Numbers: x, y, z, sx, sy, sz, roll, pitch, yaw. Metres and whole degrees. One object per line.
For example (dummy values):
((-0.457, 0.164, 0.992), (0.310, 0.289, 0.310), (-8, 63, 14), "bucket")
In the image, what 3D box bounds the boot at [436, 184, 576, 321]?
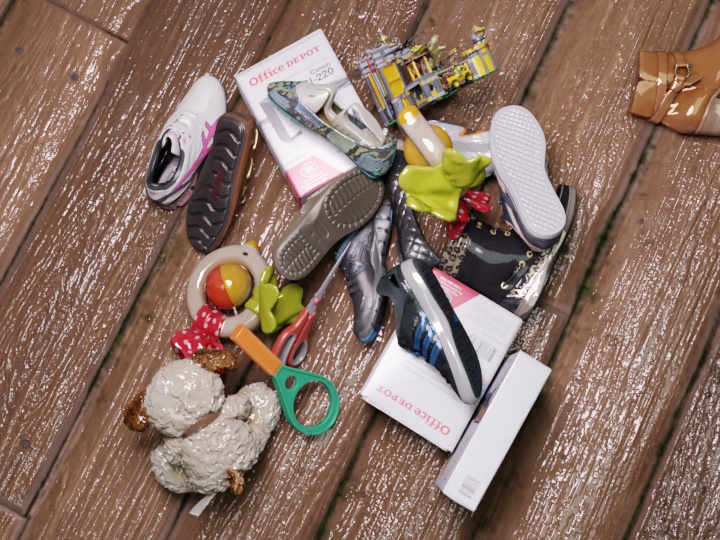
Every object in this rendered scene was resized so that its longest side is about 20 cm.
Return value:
((0.204, -0.049, 1.329), (0.149, 0.073, 0.203), (24, 86, 5), "boot")

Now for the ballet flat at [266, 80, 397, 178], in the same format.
((-0.032, -0.207, 1.269), (0.199, 0.074, 0.075), (35, 83, 0), "ballet flat")

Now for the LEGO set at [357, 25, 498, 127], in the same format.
((0.084, -0.285, 1.293), (0.152, 0.200, 0.117), (-27, 96, -12), "LEGO set")

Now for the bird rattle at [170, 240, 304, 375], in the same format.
((-0.178, 0.049, 1.325), (0.198, 0.112, 0.165), (-26, 65, 15), "bird rattle")

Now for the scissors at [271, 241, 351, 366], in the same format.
((-0.069, 0.051, 1.290), (0.014, 0.073, 0.202), (35, 109, 32), "scissors")

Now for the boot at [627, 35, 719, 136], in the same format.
((0.470, -0.294, 1.365), (0.153, 0.077, 0.204), (13, 89, 7), "boot")

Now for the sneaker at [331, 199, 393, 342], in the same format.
((0.000, 0.000, 1.329), (0.080, 0.073, 0.204), (3, 71, 5), "sneaker")

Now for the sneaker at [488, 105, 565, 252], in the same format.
((0.216, -0.118, 1.275), (0.077, 0.080, 0.203), (-10, 65, -2), "sneaker")

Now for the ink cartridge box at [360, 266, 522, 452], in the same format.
((0.107, 0.120, 1.296), (0.146, 0.086, 0.202), (31, 84, 5), "ink cartridge box")

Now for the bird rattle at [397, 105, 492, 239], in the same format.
((0.107, -0.137, 1.226), (0.112, 0.200, 0.164), (-34, 83, 12), "bird rattle")

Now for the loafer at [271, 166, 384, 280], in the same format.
((-0.051, -0.069, 1.282), (0.200, 0.067, 0.077), (-42, 113, -21), "loafer")

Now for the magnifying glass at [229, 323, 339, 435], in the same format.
((-0.100, 0.144, 1.276), (0.200, 0.022, 0.080), (48, 68, -29), "magnifying glass")

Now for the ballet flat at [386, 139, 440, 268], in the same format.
((0.071, -0.088, 1.313), (0.056, 0.066, 0.203), (-13, 68, 14), "ballet flat")

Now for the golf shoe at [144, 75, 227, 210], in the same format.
((-0.242, -0.185, 1.346), (0.071, 0.092, 0.203), (19, 81, 5), "golf shoe")

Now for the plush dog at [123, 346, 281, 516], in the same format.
((-0.209, 0.195, 1.235), (0.199, 0.160, 0.173), (-34, 107, -3), "plush dog")

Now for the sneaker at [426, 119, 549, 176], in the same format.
((0.165, -0.153, 1.351), (0.196, 0.076, 0.094), (11, 98, 4), "sneaker")

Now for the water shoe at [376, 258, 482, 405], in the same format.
((0.090, 0.086, 1.237), (0.078, 0.071, 0.203), (-28, 81, 24), "water shoe")

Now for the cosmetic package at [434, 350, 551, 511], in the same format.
((0.169, 0.207, 1.249), (0.051, 0.151, 0.202), (30, 83, 7), "cosmetic package")

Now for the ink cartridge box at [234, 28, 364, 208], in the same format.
((-0.068, -0.212, 1.350), (0.144, 0.085, 0.202), (-28, 80, -4), "ink cartridge box")

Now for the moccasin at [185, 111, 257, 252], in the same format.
((-0.191, -0.122, 1.334), (0.073, 0.078, 0.205), (18, 105, 16), "moccasin")
